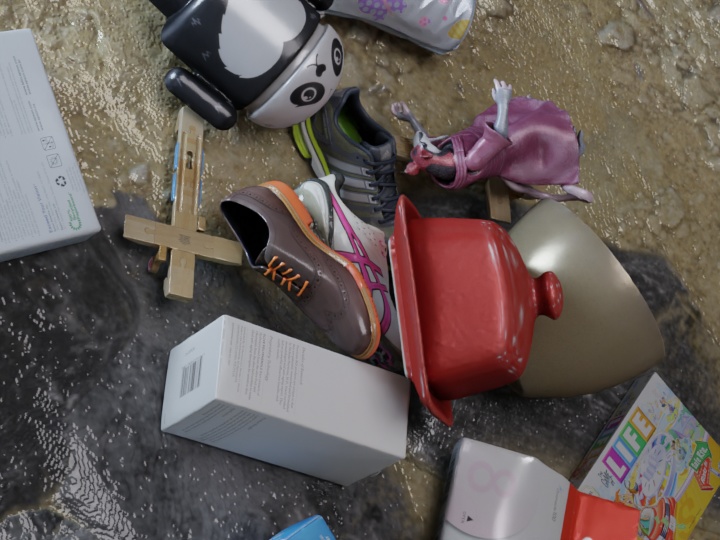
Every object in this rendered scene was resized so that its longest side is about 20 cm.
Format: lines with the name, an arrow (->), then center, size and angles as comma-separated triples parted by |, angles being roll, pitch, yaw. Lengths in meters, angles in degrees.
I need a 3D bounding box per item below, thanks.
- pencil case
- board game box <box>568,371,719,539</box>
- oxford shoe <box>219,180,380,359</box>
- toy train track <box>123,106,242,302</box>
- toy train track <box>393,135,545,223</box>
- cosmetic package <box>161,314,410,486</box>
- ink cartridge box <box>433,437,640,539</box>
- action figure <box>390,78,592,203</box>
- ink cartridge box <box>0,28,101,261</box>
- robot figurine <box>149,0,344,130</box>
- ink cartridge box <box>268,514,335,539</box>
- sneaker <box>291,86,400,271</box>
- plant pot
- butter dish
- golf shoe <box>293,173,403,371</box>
pencil case -> 0.022, -0.286, 1.840 | 0.199, 0.083, 0.091 | 12, 64, -31
board game box -> 0.295, 0.221, 1.860 | 0.135, 0.034, 0.200 | 48, 52, -10
oxford shoe -> -0.058, 0.005, 1.618 | 0.072, 0.071, 0.200 | -12, 53, -47
toy train track -> -0.165, -0.058, 1.656 | 0.114, 0.033, 0.201 | 14, 58, -22
toy train track -> 0.097, -0.103, 1.848 | 0.199, 0.033, 0.115 | 14, 57, -24
cosmetic package -> -0.065, 0.121, 1.603 | 0.199, 0.107, 0.085 | 20, 59, -29
ink cartridge box -> 0.170, 0.264, 1.708 | 0.199, 0.057, 0.163 | 14, 61, -2
action figure -> 0.118, -0.114, 1.789 | 0.199, 0.134, 0.150 | -21, 101, -37
ink cartridge box -> -0.344, -0.100, 1.538 | 0.199, 0.041, 0.201 | -14, 80, -37
robot figurine -> -0.107, -0.225, 1.697 | 0.200, 0.150, 0.125 | 41, 25, -14
ink cartridge box -> -0.083, 0.325, 1.522 | 0.200, 0.086, 0.147 | -31, 90, -37
sneaker -> 0.007, -0.089, 1.753 | 0.074, 0.081, 0.201 | -34, 93, -38
plant pot -> 0.186, 0.049, 1.774 | 0.134, 0.200, 0.201 | -36, 94, -9
butter dish -> 0.113, 0.032, 1.644 | 0.147, 0.200, 0.201 | -10, 78, 8
golf shoe -> 0.000, 0.000, 1.707 | 0.092, 0.073, 0.201 | -34, 93, -22
